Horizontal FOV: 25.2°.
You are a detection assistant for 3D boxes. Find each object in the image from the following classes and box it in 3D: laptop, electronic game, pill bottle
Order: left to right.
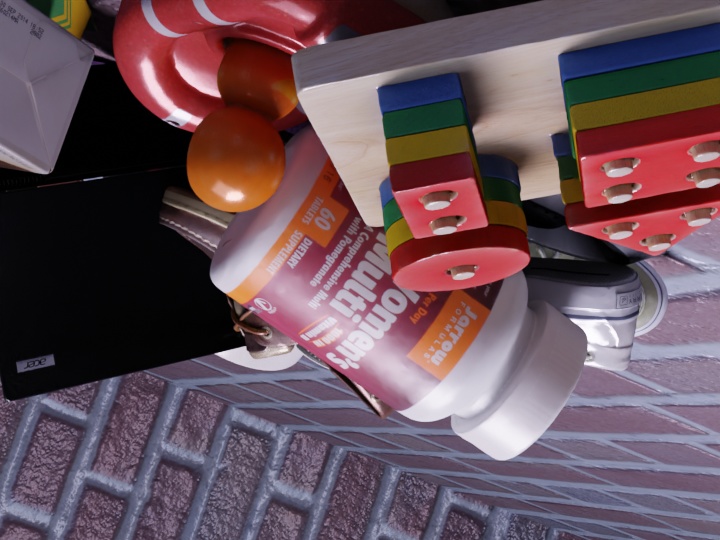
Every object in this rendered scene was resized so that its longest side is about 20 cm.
[{"bbox_3d":[-0.181,-0.034,1.001,0.177,0.104,0.200,-11,-140,-39],"label":"laptop"},{"bbox_3d":[0.024,0.015,0.905,0.200,0.110,0.110,35,165,-12],"label":"pill bottle"},{"bbox_3d":[0.094,-0.053,0.980,0.199,0.042,0.200,23,175,2],"label":"electronic game"}]

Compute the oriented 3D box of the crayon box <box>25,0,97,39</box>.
[{"bbox_3d":[-0.229,-0.171,0.929,0.126,0.051,0.200,18,169,4],"label":"crayon box"}]

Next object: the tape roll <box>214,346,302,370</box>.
[{"bbox_3d":[-0.113,-0.007,1.249,0.202,0.037,0.203,35,-158,-16],"label":"tape roll"}]

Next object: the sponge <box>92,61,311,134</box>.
[{"bbox_3d":[-0.112,-0.097,1.135,0.199,0.030,0.112,17,168,9],"label":"sponge"}]

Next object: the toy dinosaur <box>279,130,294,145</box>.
[{"bbox_3d":[-0.058,-0.071,0.993,0.199,0.077,0.102,33,174,-9],"label":"toy dinosaur"}]

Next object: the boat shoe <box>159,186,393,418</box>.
[{"bbox_3d":[-0.047,0.023,0.989,0.200,0.072,0.072,35,176,-21],"label":"boat shoe"}]

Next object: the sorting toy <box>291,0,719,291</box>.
[{"bbox_3d":[0.087,-0.050,0.737,0.199,0.070,0.199,-11,163,7],"label":"sorting toy"}]

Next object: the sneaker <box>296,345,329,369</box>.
[{"bbox_3d":[-0.042,-0.010,1.223,0.200,0.081,0.083,52,-164,21],"label":"sneaker"}]

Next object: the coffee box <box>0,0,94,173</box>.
[{"bbox_3d":[-0.264,-0.119,0.896,0.199,0.080,0.113,10,166,35],"label":"coffee box"}]

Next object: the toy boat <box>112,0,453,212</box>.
[{"bbox_3d":[-0.052,-0.092,0.811,0.130,0.131,0.200,26,166,-31],"label":"toy boat"}]

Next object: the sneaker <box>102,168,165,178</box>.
[{"bbox_3d":[-0.093,-0.034,1.147,0.200,0.071,0.098,24,167,-14],"label":"sneaker"}]

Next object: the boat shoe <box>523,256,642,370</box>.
[{"bbox_3d":[0.074,0.024,0.998,0.199,0.067,0.073,10,-161,30],"label":"boat shoe"}]

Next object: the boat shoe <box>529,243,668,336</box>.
[{"bbox_3d":[0.111,-0.003,1.096,0.199,0.072,0.062,19,-175,10],"label":"boat shoe"}]
